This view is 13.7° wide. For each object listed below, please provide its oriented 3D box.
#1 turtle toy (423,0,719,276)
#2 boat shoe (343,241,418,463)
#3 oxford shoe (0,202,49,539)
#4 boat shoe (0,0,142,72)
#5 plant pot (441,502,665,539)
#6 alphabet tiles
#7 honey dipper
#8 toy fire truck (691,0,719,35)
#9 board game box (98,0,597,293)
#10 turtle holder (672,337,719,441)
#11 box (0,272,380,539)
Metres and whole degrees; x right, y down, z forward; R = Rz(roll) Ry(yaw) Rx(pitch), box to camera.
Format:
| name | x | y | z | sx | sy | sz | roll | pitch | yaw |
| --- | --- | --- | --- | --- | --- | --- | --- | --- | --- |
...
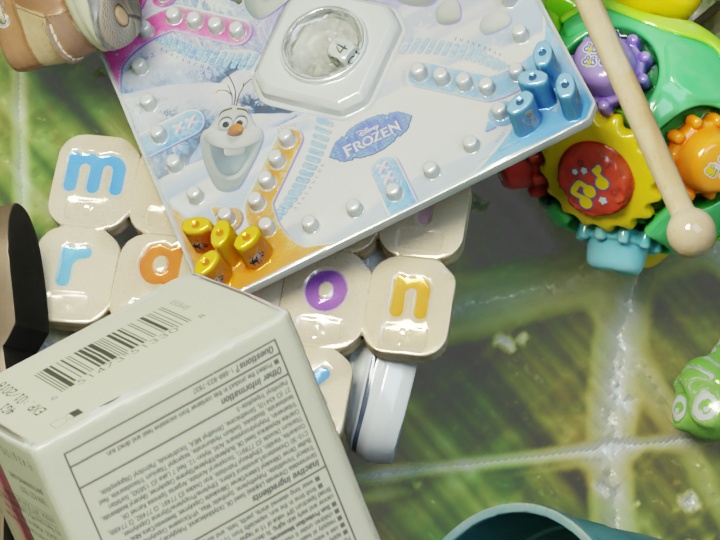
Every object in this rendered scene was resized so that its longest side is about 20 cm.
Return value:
| name | x | y | z | sx | sy | sz | roll | pitch | yaw |
| --- | --- | --- | --- | --- | --- | --- | --- | --- | --- |
| turtle toy | 0.113 | -0.079 | 1.453 | 0.200 | 0.146 | 0.101 | 43 | 40 | 1 |
| boat shoe | 0.000 | 0.000 | 1.444 | 0.067 | 0.074 | 0.200 | 9 | 57 | -1 |
| oxford shoe | -0.178 | 0.073 | 1.357 | 0.071 | 0.071 | 0.200 | -8 | 74 | 9 |
| boat shoe | -0.165 | -0.181 | 1.438 | 0.072 | 0.076 | 0.200 | -26 | 57 | 13 |
| plant pot | 0.136 | 0.213 | 1.349 | 0.188 | 0.200 | 0.200 | 10 | 67 | -33 |
| alphabet tiles | -0.051 | -0.010 | 1.405 | 0.200 | 0.015 | 0.196 | 5 | 66 | 10 |
| honey dipper | 0.117 | -0.091 | 1.374 | 0.038 | 0.038 | 0.200 | -9 | 64 | -23 |
| toy fire truck | 0.203 | -0.163 | 1.494 | 0.049 | 0.200 | 0.141 | 39 | 62 | -10 |
| board game box | -0.017 | -0.106 | 1.405 | 0.200 | 0.026 | 0.200 | -26 | 58 | 3 |
| turtle holder | 0.259 | 0.083 | 1.462 | 0.185 | 0.141 | 0.132 | 30 | 80 | -17 |
| box | -0.069 | 0.121 | 1.293 | 0.128 | 0.109 | 0.200 | -28 | 111 | -20 |
